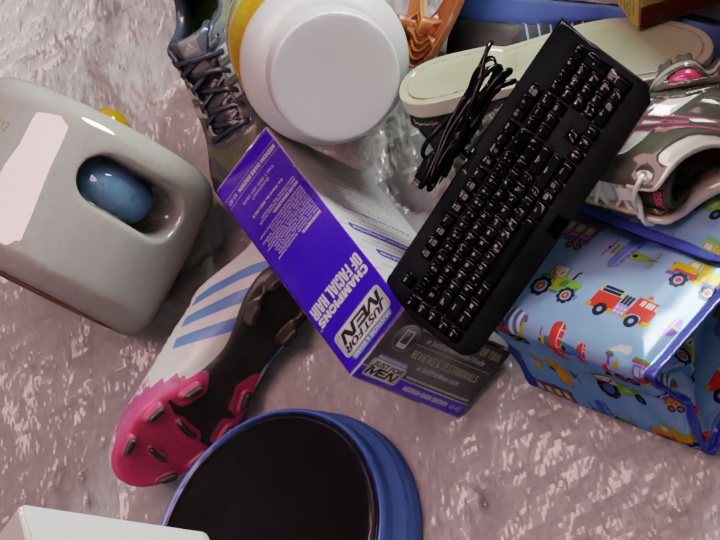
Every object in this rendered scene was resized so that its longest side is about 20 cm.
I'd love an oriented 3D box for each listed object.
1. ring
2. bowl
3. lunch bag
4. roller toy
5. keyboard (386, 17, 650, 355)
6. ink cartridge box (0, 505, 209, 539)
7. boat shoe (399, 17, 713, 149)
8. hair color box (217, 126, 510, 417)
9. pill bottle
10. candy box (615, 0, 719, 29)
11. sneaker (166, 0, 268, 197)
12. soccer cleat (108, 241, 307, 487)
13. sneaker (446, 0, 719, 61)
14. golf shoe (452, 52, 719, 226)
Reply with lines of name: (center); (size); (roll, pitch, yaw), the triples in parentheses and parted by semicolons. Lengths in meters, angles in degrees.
ring: (0.059, -0.234, 1.683); (0.200, 0.019, 0.201); (-166, 90, -79)
bowl: (-0.053, 0.183, 1.627); (0.200, 0.039, 0.201); (-17, 59, 30)
lunch bag: (0.192, -0.010, 1.517); (0.150, 0.094, 0.200); (20, 68, 44)
roller toy: (-0.203, -0.050, 1.768); (0.182, 0.200, 0.140); (26, 84, 13)
keyboard: (0.076, -0.054, 1.475); (0.104, 0.040, 0.200); (39, 107, 19)
ink cartridge box: (-0.191, 0.249, 1.592); (0.200, 0.146, 0.084); (-52, 43, 30)
boat shoe: (0.127, -0.105, 1.564); (0.199, 0.066, 0.075); (-11, 37, 14)
hair color box: (0.000, 0.000, 1.627); (0.065, 0.109, 0.200); (-53, 46, 14)
pill bottle: (-0.028, -0.145, 1.668); (0.113, 0.113, 0.200); (-50, 15, 6)
candy box: (0.186, -0.243, 1.602); (0.116, 0.057, 0.200); (-17, 46, -13)
sneaker: (-0.102, -0.132, 1.796); (0.074, 0.081, 0.200); (-30, 52, 23)
soccer cleat: (-0.103, 0.061, 1.719); (0.200, 0.070, 0.086); (-49, 32, 4)
sneaker: (0.146, -0.135, 1.623); (0.200, 0.070, 0.078); (9, 99, 33)
golf shoe: (0.151, -0.068, 1.489); (0.199, 0.077, 0.088); (-16, 48, 14)
